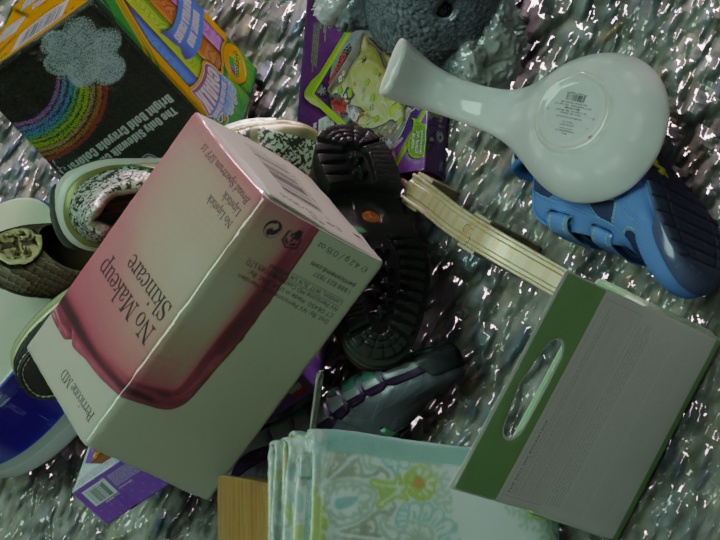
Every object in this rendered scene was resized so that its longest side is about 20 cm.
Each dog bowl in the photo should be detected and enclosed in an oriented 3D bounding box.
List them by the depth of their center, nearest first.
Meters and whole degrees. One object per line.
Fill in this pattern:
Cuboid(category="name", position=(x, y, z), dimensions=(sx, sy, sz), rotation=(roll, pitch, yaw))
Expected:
Cuboid(category="dog bowl", position=(-0.260, 0.049, 1.832), dimensions=(0.200, 0.079, 0.200), rotation=(-30, 42, 31))

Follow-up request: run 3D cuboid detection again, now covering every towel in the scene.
Cuboid(category="towel", position=(0.034, 0.190, 1.510), dimensions=(0.048, 0.200, 0.171), rotation=(-28, 56, 60))

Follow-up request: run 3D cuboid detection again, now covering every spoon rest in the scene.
Cuboid(category="spoon rest", position=(0.109, -0.102, 1.564), dimensions=(0.200, 0.061, 0.100), rotation=(19, 85, 35))

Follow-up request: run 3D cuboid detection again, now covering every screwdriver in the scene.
Cuboid(category="screwdriver", position=(-0.035, 0.142, 1.620), dimensions=(0.028, 0.029, 0.200), rotation=(12, 121, 7))

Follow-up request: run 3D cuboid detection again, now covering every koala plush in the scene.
Cuboid(category="koala plush", position=(0.067, -0.225, 1.655), dimensions=(0.177, 0.184, 0.200), rotation=(24, 105, 11))

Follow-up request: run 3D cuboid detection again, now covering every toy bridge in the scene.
Cuboid(category="toy bridge", position=(0.090, -0.018, 1.614), dimensions=(0.200, 0.067, 0.027), rotation=(34, 97, 40))

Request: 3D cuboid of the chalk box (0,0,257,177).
Cuboid(category="chalk box", position=(-0.161, -0.124, 1.795), dimensions=(0.125, 0.200, 0.124), rotation=(-31, 25, 25))

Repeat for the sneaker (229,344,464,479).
Cuboid(category="sneaker", position=(0.000, 0.120, 1.654), dimensions=(0.200, 0.074, 0.088), rotation=(-29, 83, 30))

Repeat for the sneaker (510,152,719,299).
Cuboid(category="sneaker", position=(0.162, -0.039, 1.564), dimensions=(0.082, 0.074, 0.200), rotation=(-47, 43, 15))

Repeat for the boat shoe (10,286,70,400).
Cuboid(category="boat shoe", position=(-0.153, 0.036, 1.698), dimensions=(0.200, 0.073, 0.065), rotation=(-29, 26, 8))

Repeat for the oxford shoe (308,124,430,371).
Cuboid(category="oxford shoe", position=(0.000, 0.000, 1.651), dimensions=(0.200, 0.073, 0.084), rotation=(-97, 21, -44))

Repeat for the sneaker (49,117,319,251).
Cuboid(category="sneaker", position=(-0.111, -0.051, 1.692), dimensions=(0.089, 0.200, 0.077), rotation=(-145, 40, -71))

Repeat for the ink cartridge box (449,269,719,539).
Cuboid(category="ink cartridge box", position=(0.124, 0.076, 1.466), dimensions=(0.048, 0.200, 0.146), rotation=(31, 95, 39))

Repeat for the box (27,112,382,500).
Cuboid(category="box", position=(-0.103, 0.023, 1.584), dimensions=(0.200, 0.109, 0.128), rotation=(-53, 38, 10))

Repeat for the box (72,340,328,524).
Cuboid(category="box", position=(-0.105, 0.079, 1.713), dimensions=(0.200, 0.039, 0.137), rotation=(-33, 23, 26))

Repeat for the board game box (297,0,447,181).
Cuboid(category="board game box", position=(0.011, -0.156, 1.752), dimensions=(0.120, 0.032, 0.200), rotation=(-8, 70, 41))

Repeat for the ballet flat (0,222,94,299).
Cuboid(category="ballet flat", position=(-0.174, -0.015, 1.746), dimensions=(0.046, 0.200, 0.067), rotation=(113, 150, -44))

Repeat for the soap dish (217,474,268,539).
Cuboid(category="soap dish", position=(-0.011, 0.228, 1.549), dimensions=(0.081, 0.157, 0.200), rotation=(-36, 51, 56))
